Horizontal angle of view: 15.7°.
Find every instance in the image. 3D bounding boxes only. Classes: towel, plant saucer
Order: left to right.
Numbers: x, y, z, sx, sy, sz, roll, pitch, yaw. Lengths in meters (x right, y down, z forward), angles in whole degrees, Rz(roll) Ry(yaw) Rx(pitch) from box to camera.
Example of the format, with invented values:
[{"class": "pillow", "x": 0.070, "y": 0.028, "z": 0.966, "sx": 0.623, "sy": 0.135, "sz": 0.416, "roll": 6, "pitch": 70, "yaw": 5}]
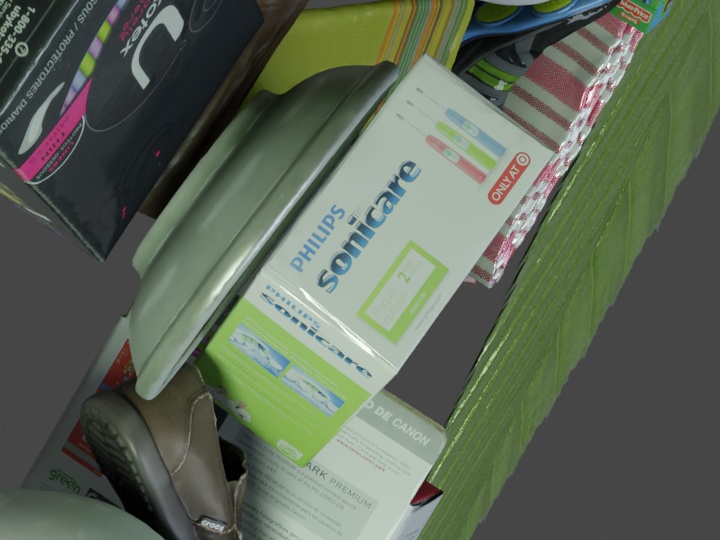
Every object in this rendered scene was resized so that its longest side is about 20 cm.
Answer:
[{"class": "plant saucer", "x": -0.059, "y": -0.030, "z": 1.253, "sx": 0.200, "sy": 0.050, "sz": 0.200, "roll": -53, "pitch": -179, "yaw": 1}, {"class": "towel", "x": -0.016, "y": -0.111, "z": 1.431, "sx": 0.200, "sy": 0.018, "sz": 0.086, "roll": -13, "pitch": 131, "yaw": -47}, {"class": "towel", "x": 0.073, "y": -0.109, "z": 1.630, "sx": 0.200, "sy": 0.146, "sz": 0.030, "roll": -60, "pitch": 153, "yaw": 9}]

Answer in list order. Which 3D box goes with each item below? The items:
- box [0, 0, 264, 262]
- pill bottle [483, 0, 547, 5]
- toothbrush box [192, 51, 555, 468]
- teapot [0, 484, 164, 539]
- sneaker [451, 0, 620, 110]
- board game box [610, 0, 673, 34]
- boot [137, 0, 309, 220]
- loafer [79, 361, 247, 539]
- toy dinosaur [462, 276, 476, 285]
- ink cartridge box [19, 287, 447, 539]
[{"class": "box", "x": -0.120, "y": -0.098, "z": 0.955, "sx": 0.122, "sy": 0.106, "sz": 0.200, "roll": -56, "pitch": 169, "yaw": -6}, {"class": "pill bottle", "x": 0.098, "y": -0.254, "z": 1.436, "sx": 0.112, "sy": 0.112, "sz": 0.200, "roll": -46, "pitch": 163, "yaw": -45}, {"class": "toothbrush box", "x": 0.000, "y": 0.000, "z": 1.327, "sx": 0.146, "sy": 0.086, "sz": 0.200, "roll": -53, "pitch": 180, "yaw": -23}, {"class": "teapot", "x": -0.184, "y": 0.175, "z": 1.280, "sx": 0.197, "sy": 0.146, "sz": 0.200, "roll": -44, "pitch": 178, "yaw": -38}, {"class": "sneaker", "x": 0.069, "y": -0.132, "z": 1.556, "sx": 0.199, "sy": 0.071, "sz": 0.083, "roll": -31, "pitch": 143, "yaw": 14}, {"class": "board game box", "x": 0.141, "y": -0.254, "z": 1.514, "sx": 0.037, "sy": 0.151, "sz": 0.200, "roll": -45, "pitch": 162, "yaw": -44}, {"class": "boot", "x": -0.053, "y": -0.124, "z": 1.287, "sx": 0.200, "sy": 0.064, "sz": 0.186, "roll": -60, "pitch": 169, "yaw": 25}, {"class": "loafer", "x": -0.081, "y": 0.124, "z": 1.359, "sx": 0.071, "sy": 0.073, "sz": 0.200, "roll": -37, "pitch": 141, "yaw": -19}, {"class": "toy dinosaur", "x": -0.035, "y": 0.086, "z": 1.686, "sx": 0.105, "sy": 0.199, "sz": 0.182, "roll": 19, "pitch": 71, "yaw": -62}, {"class": "ink cartridge box", "x": -0.063, "y": 0.111, "z": 1.474, "sx": 0.176, "sy": 0.200, "sz": 0.084, "roll": -59, "pitch": 169, "yaw": 8}]
